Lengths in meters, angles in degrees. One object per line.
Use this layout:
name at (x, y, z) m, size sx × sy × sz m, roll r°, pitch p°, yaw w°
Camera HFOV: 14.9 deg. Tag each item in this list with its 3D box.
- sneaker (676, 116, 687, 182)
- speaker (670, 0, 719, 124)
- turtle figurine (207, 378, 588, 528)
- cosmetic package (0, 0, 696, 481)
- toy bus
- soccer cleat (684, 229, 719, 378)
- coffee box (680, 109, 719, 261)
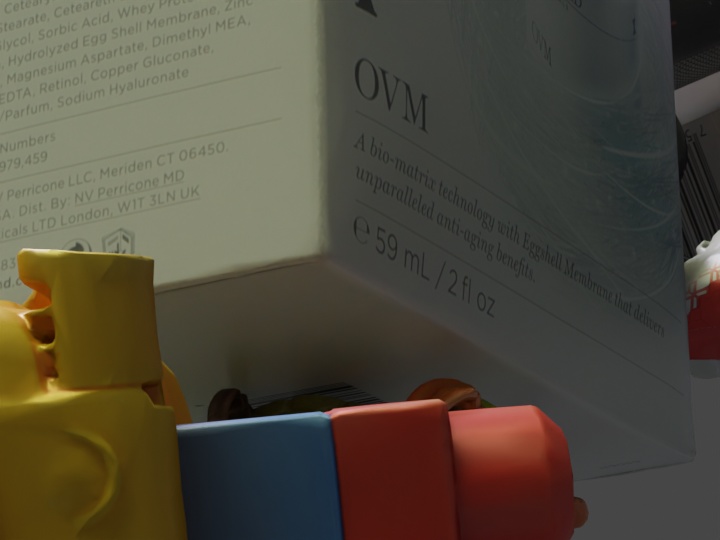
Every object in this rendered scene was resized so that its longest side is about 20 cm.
sneaker at (0.001, 0.001, 0.875) m, size 0.200 × 0.067 × 0.108 m, roll -11°, pitch -30°, yaw -17°
speaker at (0.093, -0.086, 0.989) m, size 0.199 × 0.082 × 0.081 m, roll -23°, pitch 3°, yaw -31°
turtle figurine at (-0.028, 0.060, 0.627) m, size 0.161 × 0.065 × 0.200 m, roll -20°, pitch 1°, yaw -1°
cosmetic package at (-0.009, -0.059, 0.708) m, size 0.122 × 0.201 × 0.199 m, roll -12°, pitch -21°, yaw 27°
toy bus at (-0.068, 0.053, 0.417) m, size 0.191 × 0.136 × 0.200 m, roll -7°, pitch -4°, yaw -9°
soccer cleat at (0.159, -0.024, 0.908) m, size 0.199 × 0.086 × 0.069 m, roll -20°, pitch 1°, yaw -12°
coffee box at (0.016, -0.036, 1.097) m, size 0.199 × 0.201 × 0.198 m, roll -20°, pitch 0°, yaw -31°
